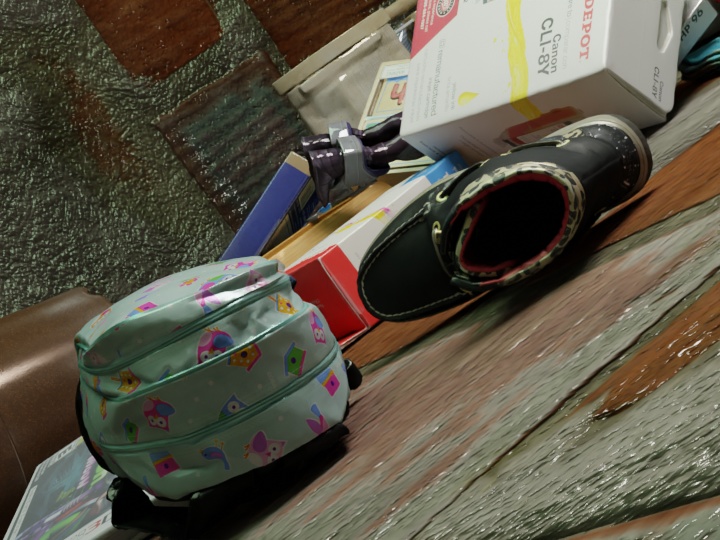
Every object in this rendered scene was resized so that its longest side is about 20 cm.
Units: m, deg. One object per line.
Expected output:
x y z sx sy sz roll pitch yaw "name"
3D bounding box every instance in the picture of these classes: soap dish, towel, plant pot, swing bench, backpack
-0.048 0.010 1.743 0.200 0.081 0.157 -36 4 -28 "soap dish"
0.324 -0.198 1.552 0.147 0.022 0.200 -36 4 -7 "towel"
-0.285 0.122 1.732 0.198 0.201 0.200 -27 0 -29 "plant pot"
0.044 -0.151 2.019 0.130 0.199 0.200 -33 5 21 "swing bench"
-0.083 0.062 1.114 0.167 0.127 0.200 -32 7 -8 "backpack"

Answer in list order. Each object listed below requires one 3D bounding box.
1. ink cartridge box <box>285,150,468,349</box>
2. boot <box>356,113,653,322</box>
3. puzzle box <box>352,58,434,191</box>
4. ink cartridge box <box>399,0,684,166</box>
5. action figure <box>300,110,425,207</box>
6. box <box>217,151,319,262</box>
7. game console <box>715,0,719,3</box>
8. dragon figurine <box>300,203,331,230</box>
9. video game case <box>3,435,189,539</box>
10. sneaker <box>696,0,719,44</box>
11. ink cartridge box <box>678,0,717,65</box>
0.000 0.000 1.562 0.200 0.067 0.116 -38 5 -33 "ink cartridge box"
0.061 -0.019 1.186 0.203 0.074 0.154 -29 1 24 "boot"
0.086 -0.130 1.746 0.200 0.025 0.133 -5 52 33 "puzzle box"
0.136 -0.169 1.558 0.200 0.083 0.145 -15 56 41 "ink cartridge box"
0.053 -0.115 1.689 0.200 0.069 0.130 -19 39 3 "action figure"
-0.101 -0.005 1.858 0.200 0.032 0.121 -59 -7 -10 "box"
0.351 -0.298 1.793 0.172 0.119 0.200 -33 5 32 "game console"
-0.023 -0.023 1.928 0.200 0.059 0.099 -49 18 -8 "dragon figurine"
-0.158 0.135 1.329 0.182 0.023 0.200 -34 16 17 "video game case"
0.297 -0.244 1.920 0.088 0.074 0.200 -32 4 10 "sneaker"
0.197 -0.192 1.638 0.116 0.068 0.200 -53 41 -4 "ink cartridge box"
